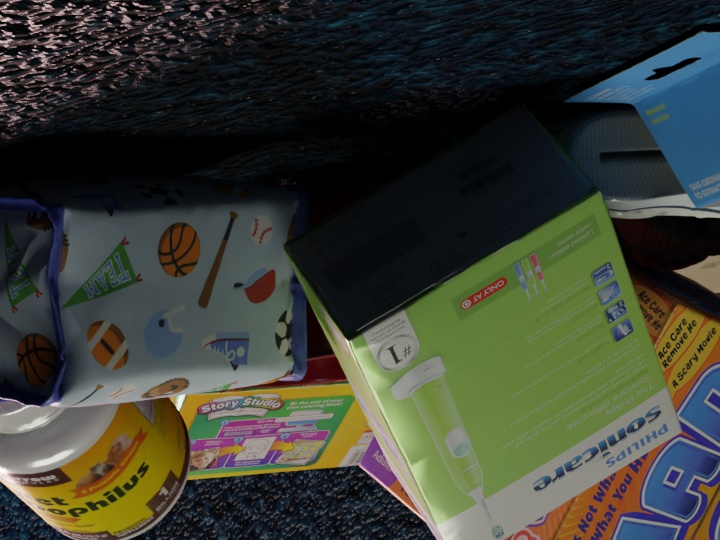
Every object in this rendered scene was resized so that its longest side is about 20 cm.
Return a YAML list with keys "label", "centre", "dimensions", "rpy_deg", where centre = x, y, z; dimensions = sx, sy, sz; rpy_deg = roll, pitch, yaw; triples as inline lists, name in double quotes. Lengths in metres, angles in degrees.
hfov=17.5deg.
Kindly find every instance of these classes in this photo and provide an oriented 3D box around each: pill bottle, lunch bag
- label: "pill bottle"
  centre: [-0.178, 0.085, 1.394]
  dimensions: [0.109, 0.110, 0.200]
  rpy_deg: [-9, 154, 11]
- label: "lunch bag"
  centre: [-0.150, 0.009, 1.211]
  dimensions: [0.170, 0.124, 0.200]
  rpy_deg: [-2, -173, -44]

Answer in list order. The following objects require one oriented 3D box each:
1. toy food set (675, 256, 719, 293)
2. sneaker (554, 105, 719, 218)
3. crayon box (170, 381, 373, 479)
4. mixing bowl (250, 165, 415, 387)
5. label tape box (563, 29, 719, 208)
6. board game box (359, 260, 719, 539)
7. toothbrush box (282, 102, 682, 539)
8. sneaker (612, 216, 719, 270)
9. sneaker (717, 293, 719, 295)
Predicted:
- label: "toy food set"
  centre: [0.238, -0.032, 1.633]
  dimensions: [0.199, 0.061, 0.144]
  rpy_deg: [-7, 162, -19]
- label: "sneaker"
  centre: [0.189, -0.062, 1.258]
  dimensions: [0.199, 0.073, 0.071]
  rpy_deg: [4, 179, -17]
- label: "crayon box"
  centre: [-0.056, 0.091, 1.668]
  dimensions: [0.199, 0.058, 0.119]
  rpy_deg: [-2, 145, -26]
- label: "mixing bowl"
  centre: [0.011, 0.002, 1.361]
  dimensions: [0.199, 0.109, 0.200]
  rpy_deg: [-8, 172, -1]
- label: "label tape box"
  centre: [0.222, -0.075, 1.148]
  dimensions: [0.199, 0.064, 0.144]
  rpy_deg: [-6, 173, -23]
- label: "board game box"
  centre: [0.162, 0.101, 1.475]
  dimensions: [0.199, 0.201, 0.200]
  rpy_deg: [21, -172, -36]
- label: "toothbrush box"
  centre: [0.067, 0.037, 1.209]
  dimensions: [0.145, 0.086, 0.200]
  rpy_deg: [-31, 134, -5]
- label: "sneaker"
  centre: [0.235, -0.042, 1.430]
  dimensions: [0.200, 0.071, 0.098]
  rpy_deg: [0, 163, -31]
- label: "sneaker"
  centre: [0.240, -0.007, 1.803]
  dimensions: [0.199, 0.076, 0.088]
  rpy_deg: [0, -176, -6]
